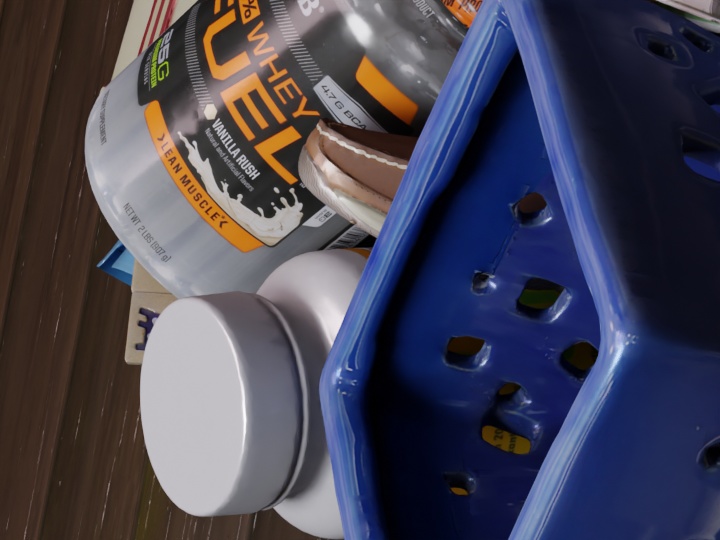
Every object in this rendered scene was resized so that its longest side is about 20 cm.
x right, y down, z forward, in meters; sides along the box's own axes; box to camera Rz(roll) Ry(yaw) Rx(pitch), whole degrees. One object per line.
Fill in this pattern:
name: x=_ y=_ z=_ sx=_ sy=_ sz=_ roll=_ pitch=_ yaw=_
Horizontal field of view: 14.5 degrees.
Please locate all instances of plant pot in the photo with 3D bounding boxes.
plant pot: x=0.109 y=0.045 z=0.926 sx=0.200 sy=0.179 sz=0.201 roll=-102 pitch=29 yaw=-50

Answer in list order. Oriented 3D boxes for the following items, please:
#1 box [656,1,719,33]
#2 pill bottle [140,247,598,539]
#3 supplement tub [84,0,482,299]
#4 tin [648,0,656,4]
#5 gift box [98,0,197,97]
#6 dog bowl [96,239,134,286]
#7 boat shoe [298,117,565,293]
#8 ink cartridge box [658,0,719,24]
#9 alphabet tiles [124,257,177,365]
box: x=0.176 y=-0.188 z=1.117 sx=0.144 sy=0.036 sz=0.201 roll=31 pitch=104 yaw=68
pill bottle: x=0.020 y=0.046 z=1.103 sx=0.111 sy=0.199 sz=0.112 roll=8 pitch=100 yaw=57
supplement tub: x=-0.006 y=-0.077 z=1.113 sx=0.200 sy=0.122 sz=0.123 roll=-39 pitch=39 yaw=34
tin: x=0.072 y=-0.112 z=1.207 sx=0.042 sy=0.112 sz=0.200 roll=-40 pitch=35 yaw=-9
gift box: x=-0.028 y=-0.098 z=1.364 sx=0.200 sy=0.184 sz=0.188 roll=-156 pitch=82 yaw=-76
dog bowl: x=-0.077 y=0.003 z=1.513 sx=0.050 sy=0.111 sz=0.200 roll=-63 pitch=9 yaw=-5
boat shoe: x=0.076 y=-0.030 z=1.042 sx=0.076 sy=0.199 sz=0.072 roll=-120 pitch=46 yaw=-71
ink cartridge box: x=0.169 y=-0.150 z=0.987 sx=0.200 sy=0.083 sz=0.148 roll=31 pitch=106 yaw=53
alphabet tiles: x=0.000 y=0.000 z=1.237 sx=0.006 sy=0.199 sz=0.167 roll=86 pitch=-172 yaw=-65
